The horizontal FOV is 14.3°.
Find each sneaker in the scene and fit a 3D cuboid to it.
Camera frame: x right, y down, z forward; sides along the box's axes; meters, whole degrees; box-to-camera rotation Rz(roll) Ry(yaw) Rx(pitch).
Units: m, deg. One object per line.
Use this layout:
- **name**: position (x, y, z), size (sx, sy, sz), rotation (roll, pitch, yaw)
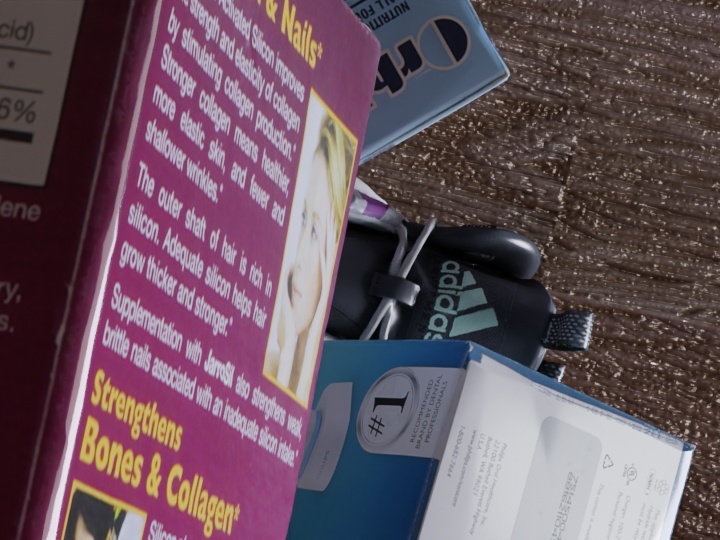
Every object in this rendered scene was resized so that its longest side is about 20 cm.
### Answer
- **sneaker**: position (0.000, 0.000, 0.829), size (0.200, 0.140, 0.078), rotation (22, 86, -61)

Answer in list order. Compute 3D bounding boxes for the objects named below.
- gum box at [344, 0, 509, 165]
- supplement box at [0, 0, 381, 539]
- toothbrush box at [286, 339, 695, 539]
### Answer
- **gum box**: position (-0.041, -0.123, 0.634), size (0.200, 0.045, 0.170), rotation (61, 1, -7)
- **supplement box**: position (-0.074, 0.030, 0.464), size (0.131, 0.103, 0.200), rotation (46, 54, -70)
- **toothbrush box**: position (-0.021, 0.099, 0.779), size (0.200, 0.085, 0.147), rotation (-3, -114, 53)
